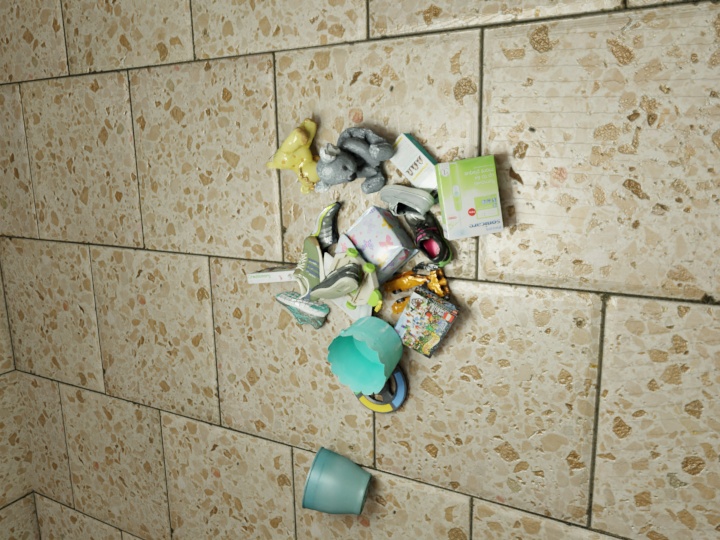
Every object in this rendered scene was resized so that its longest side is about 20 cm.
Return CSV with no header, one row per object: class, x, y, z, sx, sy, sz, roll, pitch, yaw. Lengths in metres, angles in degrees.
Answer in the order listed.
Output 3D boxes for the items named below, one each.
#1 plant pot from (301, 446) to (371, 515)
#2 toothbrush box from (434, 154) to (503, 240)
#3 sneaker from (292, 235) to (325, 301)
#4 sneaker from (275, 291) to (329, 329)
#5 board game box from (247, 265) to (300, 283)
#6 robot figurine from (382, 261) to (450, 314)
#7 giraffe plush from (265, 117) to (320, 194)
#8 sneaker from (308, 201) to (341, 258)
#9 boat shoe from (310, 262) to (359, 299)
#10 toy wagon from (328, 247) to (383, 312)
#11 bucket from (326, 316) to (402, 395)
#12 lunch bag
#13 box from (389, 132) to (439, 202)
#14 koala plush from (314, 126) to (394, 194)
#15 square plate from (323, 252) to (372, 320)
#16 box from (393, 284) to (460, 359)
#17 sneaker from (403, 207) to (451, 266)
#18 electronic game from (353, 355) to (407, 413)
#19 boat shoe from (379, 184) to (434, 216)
plant pot,-0.068,0.697,1.896,0.188,0.200,0.200,14,108,11
toothbrush box,0.282,-0.190,1.524,0.145,0.086,0.200,-8,99,2
sneaker,-0.162,-0.003,1.753,0.067,0.090,0.200,-19,81,62
sneaker,-0.199,0.133,1.908,0.200,0.078,0.091,21,114,26
board game box,-0.247,0.010,1.875,0.200,0.126,0.035,-4,99,30
robot figurine,0.168,0.053,1.689,0.200,0.058,0.145,-19,92,32
giraffe plush,-0.167,-0.327,1.749,0.162,0.200,0.173,42,153,-11
sneaker,-0.098,-0.124,1.802,0.081,0.074,0.200,34,123,12
boat shoe,-0.070,0.034,1.622,0.200,0.072,0.068,-27,51,49
toy wagon,-0.006,0.038,1.628,0.200,0.040,0.155,41,128,21
bucket,0.016,0.243,1.708,0.207,0.135,0.207,16,124,26
lunch bag,0.034,-0.058,1.683,0.200,0.127,0.170,-43,68,24
box,0.166,-0.285,1.621,0.200,0.049,0.082,49,119,12
koala plush,-0.045,-0.298,1.628,0.184,0.200,0.177,44,145,22
square plate,-0.045,0.067,1.753,0.200,0.028,0.198,39,149,24
box,0.181,0.149,1.664,0.137,0.038,0.200,29,132,8
sneaker,0.183,-0.102,1.622,0.077,0.084,0.200,-42,67,21
electronic game,0.055,0.351,1.827,0.200,0.042,0.200,7,104,29
boat shoe,0.114,-0.189,1.622,0.201,0.070,0.072,16,67,49
